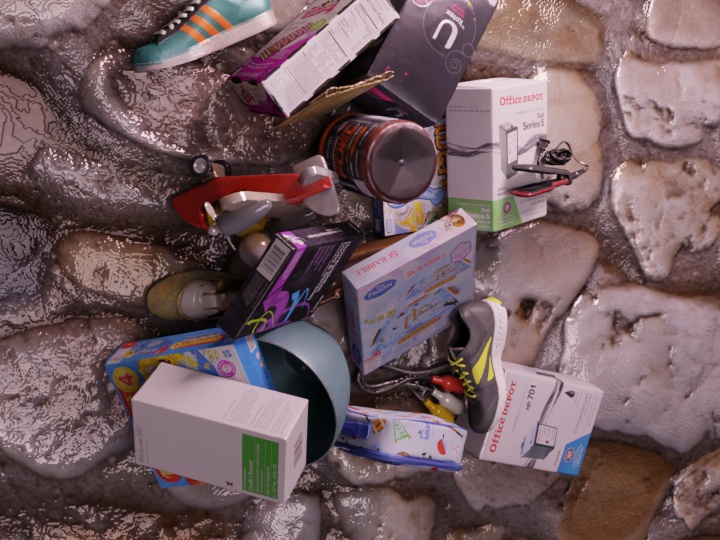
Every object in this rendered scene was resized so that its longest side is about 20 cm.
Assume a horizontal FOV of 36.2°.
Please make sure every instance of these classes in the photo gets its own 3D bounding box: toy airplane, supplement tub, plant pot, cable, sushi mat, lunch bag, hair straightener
[{"bbox_3d":[-0.118,-0.074,1.394,0.199,0.199,0.142,2,89,-29],"label":"toy airplane"},{"bbox_3d":[0.011,-0.150,1.440,0.107,0.200,0.107,-6,103,-25],"label":"supplement tub"},{"bbox_3d":[-0.093,0.144,1.480,0.135,0.199,0.201,-48,125,-52],"label":"plant pot"},{"bbox_3d":[0.088,0.166,1.634,0.199,0.050,0.097,25,88,-30],"label":"cable"},{"bbox_3d":[-0.038,-0.216,1.404,0.095,0.200,0.012,-19,93,-23],"label":"sushi mat"},{"bbox_3d":[0.042,0.235,1.550,0.160,0.200,0.076,11,83,-29],"label":"lunch bag"},{"bbox_3d":[0.276,-0.152,1.570,0.200,0.041,0.077,-13,109,-49],"label":"hair straightener"}]

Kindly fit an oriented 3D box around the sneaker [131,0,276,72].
[{"bbox_3d":[-0.204,-0.310,1.376,0.200,0.071,0.080,-29,108,-23],"label":"sneaker"}]

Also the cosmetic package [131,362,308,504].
[{"bbox_3d":[-0.169,0.196,1.337,0.199,0.085,0.108,11,123,13],"label":"cosmetic package"}]

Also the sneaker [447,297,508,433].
[{"bbox_3d":[0.162,0.139,1.617,0.084,0.074,0.201,1,90,-28],"label":"sneaker"}]

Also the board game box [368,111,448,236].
[{"bbox_3d":[0.081,-0.158,1.567,0.135,0.034,0.201,-11,106,-24],"label":"board game box"}]

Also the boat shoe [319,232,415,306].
[{"bbox_3d":[0.000,0.000,1.544,0.199,0.070,0.071,-16,102,-14],"label":"boat shoe"}]

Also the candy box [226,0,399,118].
[{"bbox_3d":[-0.063,-0.284,1.409,0.200,0.136,0.061,-43,115,-12],"label":"candy box"}]

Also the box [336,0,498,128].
[{"bbox_3d":[0.076,-0.302,1.468,0.122,0.106,0.201,31,77,-21],"label":"box"}]

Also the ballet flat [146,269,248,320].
[{"bbox_3d":[-0.181,0.036,1.464,0.199,0.071,0.071,-1,102,-26],"label":"ballet flat"}]

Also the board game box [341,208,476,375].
[{"bbox_3d":[0.072,0.032,1.549,0.199,0.041,0.200,-28,144,-19],"label":"board game box"}]

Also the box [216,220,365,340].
[{"bbox_3d":[-0.082,0.009,1.374,0.143,0.036,0.200,-56,164,21],"label":"box"}]

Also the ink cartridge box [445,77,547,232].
[{"bbox_3d":[0.195,-0.168,1.568,0.145,0.084,0.201,-18,111,-48],"label":"ink cartridge box"}]

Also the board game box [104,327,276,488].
[{"bbox_3d":[-0.202,0.178,1.422,0.201,0.195,0.056,70,25,-20],"label":"board game box"}]

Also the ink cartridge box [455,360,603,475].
[{"bbox_3d":[0.261,0.228,1.716,0.199,0.086,0.147,13,95,-30],"label":"ink cartridge box"}]
